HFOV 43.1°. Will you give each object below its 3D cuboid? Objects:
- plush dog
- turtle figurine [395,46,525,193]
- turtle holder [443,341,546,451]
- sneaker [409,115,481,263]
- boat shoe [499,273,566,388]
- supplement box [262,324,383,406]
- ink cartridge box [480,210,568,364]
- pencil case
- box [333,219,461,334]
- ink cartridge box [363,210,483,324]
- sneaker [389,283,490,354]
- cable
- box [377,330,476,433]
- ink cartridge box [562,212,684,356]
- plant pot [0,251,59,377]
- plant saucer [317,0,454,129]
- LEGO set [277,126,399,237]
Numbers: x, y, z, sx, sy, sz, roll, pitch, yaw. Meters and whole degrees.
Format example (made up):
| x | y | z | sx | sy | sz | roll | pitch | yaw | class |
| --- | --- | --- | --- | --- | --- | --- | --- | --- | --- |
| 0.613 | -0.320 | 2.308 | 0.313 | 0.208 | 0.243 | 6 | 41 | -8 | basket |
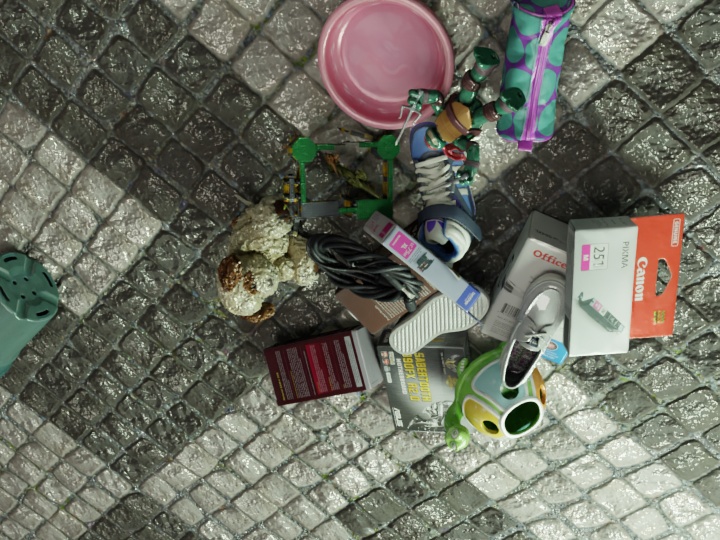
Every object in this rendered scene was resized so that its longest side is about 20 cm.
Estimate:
| x | y | z | sx | sy | sz | roll | pitch | yaw | class |
| --- | --- | --- | --- | --- | --- | --- | --- | --- | --- |
| -0.177 | -0.011 | 1.480 | 0.158 | 0.174 | 0.201 | 9 | 151 | 27 | plush dog |
| 0.130 | -0.206 | 1.252 | 0.150 | 0.101 | 0.200 | 43 | 134 | -7 | turtle figurine |
| 0.222 | 0.213 | 1.511 | 0.182 | 0.132 | 0.143 | -7 | 117 | -17 | turtle holder |
| 0.116 | -0.110 | 1.341 | 0.079 | 0.147 | 0.202 | -9 | 123 | 23 | sneaker |
| 0.259 | 0.097 | 1.382 | 0.071 | 0.069 | 0.202 | 25 | 126 | -2 | boat shoe |
| -0.068 | 0.169 | 1.633 | 0.197 | 0.061 | 0.111 | -13 | 94 | 25 | supplement box |
| 0.292 | 0.028 | 1.423 | 0.144 | 0.085 | 0.202 | 22 | 127 | 0 | ink cartridge box |
| 0.232 | -0.271 | 1.224 | 0.083 | 0.093 | 0.202 | 1 | 128 | 0 | pencil case |
| 0.061 | 0.009 | 1.493 | 0.199 | 0.075 | 0.100 | -35 | 109 | 32 | box |
| 0.099 | -0.006 | 1.326 | 0.199 | 0.119 | 0.042 | 40 | 92 | -19 | ink cartridge box |
| 0.132 | 0.064 | 1.502 | 0.199 | 0.080 | 0.079 | -30 | 107 | 34 | sneaker |
| 0.000 | 0.000 | 1.386 | 0.198 | 0.051 | 0.163 | 26 | 168 | 12 | cable |
| 0.123 | 0.200 | 1.623 | 0.156 | 0.049 | 0.203 | 1 | 125 | 18 | box |
| 0.383 | 0.022 | 1.317 | 0.170 | 0.044 | 0.203 | -4 | 113 | -2 | ink cartridge box |
| -0.686 | 0.079 | 1.720 | 0.195 | 0.201 | 0.201 | -33 | 110 | 26 | plant pot |
| 0.038 | -0.302 | 1.292 | 0.197 | 0.051 | 0.203 | 8 | 126 | 11 | plant saucer |
| -0.036 | -0.141 | 1.391 | 0.197 | 0.116 | 0.157 | -12 | 101 | -15 | LEGO set |
